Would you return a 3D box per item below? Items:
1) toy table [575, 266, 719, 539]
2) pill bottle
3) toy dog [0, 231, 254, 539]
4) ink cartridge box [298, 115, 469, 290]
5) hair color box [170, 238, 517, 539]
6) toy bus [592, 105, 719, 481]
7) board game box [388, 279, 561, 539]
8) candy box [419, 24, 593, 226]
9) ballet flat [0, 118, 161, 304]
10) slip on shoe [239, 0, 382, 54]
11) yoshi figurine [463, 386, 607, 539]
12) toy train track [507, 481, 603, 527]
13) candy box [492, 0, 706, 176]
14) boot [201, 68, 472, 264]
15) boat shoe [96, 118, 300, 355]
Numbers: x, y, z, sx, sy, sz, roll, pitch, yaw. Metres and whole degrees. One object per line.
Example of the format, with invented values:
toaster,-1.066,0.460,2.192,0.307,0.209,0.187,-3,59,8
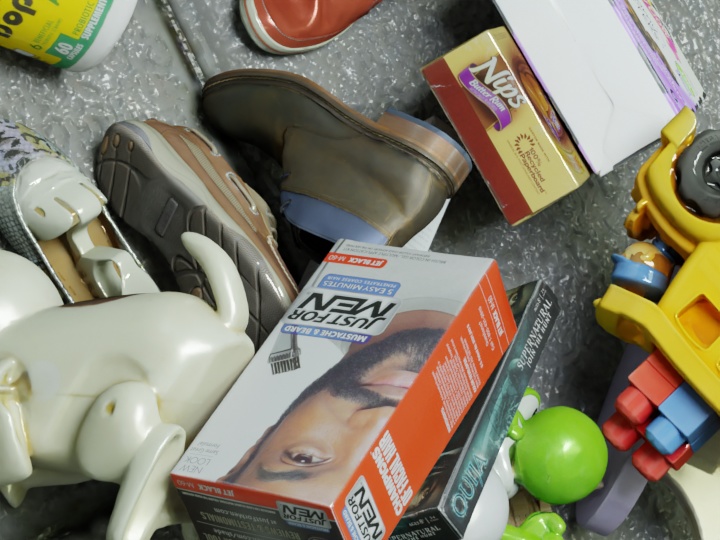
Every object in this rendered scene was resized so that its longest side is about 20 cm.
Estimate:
toy table,0.234,0.100,1.606,0.117,0.184,0.200,25,88,-6
pill bottle,-0.237,-0.203,1.450,0.200,0.113,0.113,20,66,-25
toy dog,-0.174,0.057,1.375,0.140,0.200,0.194,-18,127,-66
ink cartridge box,0.000,0.000,1.535,0.039,0.099,0.200,36,61,-20
hair color box,-0.006,0.073,1.355,0.200,0.111,0.064,-56,140,-36
toy bus,0.214,0.028,1.497,0.192,0.136,0.200,-41,70,1
board game box,0.033,0.093,1.416,0.028,0.135,0.200,52,40,-23
candy box,0.104,-0.101,1.585,0.117,0.056,0.200,60,14,-1
ballet flat,-0.166,-0.014,1.460,0.072,0.072,0.200,-34,93,-34
slip on shoe,-0.001,-0.206,1.622,0.200,0.061,0.074,-30,93,-32
yoshi figurine,0.088,0.135,1.457,0.112,0.112,0.200,39,39,0
toy train track,0.105,0.160,1.525,0.114,0.033,0.200,-10,42,-2
candy box,0.159,-0.163,1.632,0.168,0.071,0.200,59,15,-2
boot,-0.038,-0.062,1.497,0.097,0.200,0.075,-58,145,-22
boat shoe,-0.082,-0.022,1.484,0.072,0.076,0.200,-17,62,-44
